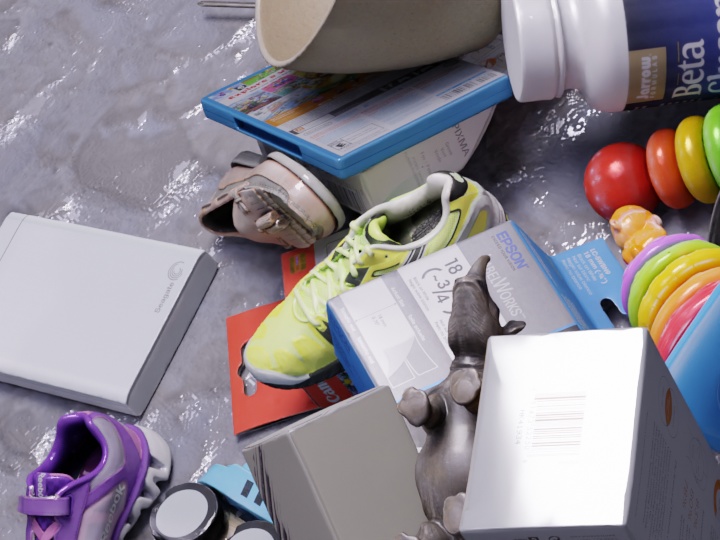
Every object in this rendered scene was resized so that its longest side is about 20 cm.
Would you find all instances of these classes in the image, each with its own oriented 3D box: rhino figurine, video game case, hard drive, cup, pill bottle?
[{"bbox_3d":[0.061,0.086,1.354,0.059,0.087,0.201,-2,70,25],"label":"rhino figurine"},{"bbox_3d":[-0.006,-0.121,1.622,0.143,0.018,0.200,-28,28,-22],"label":"video game case"},{"bbox_3d":[-0.216,0.029,1.738,0.199,0.027,0.132,11,65,35],"label":"hard drive"},{"bbox_3d":[0.030,-0.218,1.590,0.200,0.142,0.202,-166,90,-68],"label":"cup"},{"bbox_3d":[0.197,-0.164,1.535,0.199,0.111,0.112,-8,51,-3],"label":"pill bottle"}]

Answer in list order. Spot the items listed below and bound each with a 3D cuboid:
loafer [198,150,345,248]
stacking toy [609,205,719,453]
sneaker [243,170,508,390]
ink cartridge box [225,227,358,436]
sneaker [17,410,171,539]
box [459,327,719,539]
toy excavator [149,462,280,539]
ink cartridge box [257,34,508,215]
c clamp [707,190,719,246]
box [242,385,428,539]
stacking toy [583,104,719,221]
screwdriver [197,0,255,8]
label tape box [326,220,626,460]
[{"bbox_3d":[-0.065,-0.041,1.632,0.063,0.072,0.200,-44,15,-8],"label":"loafer"},{"bbox_3d":[0.204,0.016,1.451,0.110,0.116,0.200,-59,34,18],"label":"stacking toy"},{"bbox_3d":[0.000,0.000,1.532,0.200,0.076,0.076,-38,49,3],"label":"sneaker"},{"bbox_3d":[-0.012,0.030,1.602,0.199,0.050,0.109,-20,50,16],"label":"ink cartridge box"},{"bbox_3d":[-0.202,0.180,1.582,0.080,0.089,0.201,3,61,30],"label":"sneaker"},{"bbox_3d":[0.141,0.137,1.334,0.097,0.200,0.125,-4,56,23],"label":"box"},{"bbox_3d":[-0.005,0.152,1.492,0.194,0.100,0.200,25,64,38],"label":"toy excavator"},{"bbox_3d":[0.043,-0.121,1.671,0.199,0.050,0.161,-33,30,-19],"label":"ink cartridge box"},{"bbox_3d":[0.298,-0.030,1.422,0.199,0.172,0.027,18,24,42],"label":"c clamp"},{"bbox_3d":[0.012,0.178,1.384,0.082,0.201,0.068,-21,-3,-32],"label":"box"},{"bbox_3d":[0.238,-0.079,1.520,0.199,0.085,0.086,-14,52,27],"label":"stacking toy"},{"bbox_3d":[-0.044,-0.203,1.807,0.199,0.029,0.028,3,60,36],"label":"screwdriver"},{"bbox_3d":[0.097,0.046,1.468,0.199,0.063,0.145,-23,54,-11],"label":"label tape box"}]
